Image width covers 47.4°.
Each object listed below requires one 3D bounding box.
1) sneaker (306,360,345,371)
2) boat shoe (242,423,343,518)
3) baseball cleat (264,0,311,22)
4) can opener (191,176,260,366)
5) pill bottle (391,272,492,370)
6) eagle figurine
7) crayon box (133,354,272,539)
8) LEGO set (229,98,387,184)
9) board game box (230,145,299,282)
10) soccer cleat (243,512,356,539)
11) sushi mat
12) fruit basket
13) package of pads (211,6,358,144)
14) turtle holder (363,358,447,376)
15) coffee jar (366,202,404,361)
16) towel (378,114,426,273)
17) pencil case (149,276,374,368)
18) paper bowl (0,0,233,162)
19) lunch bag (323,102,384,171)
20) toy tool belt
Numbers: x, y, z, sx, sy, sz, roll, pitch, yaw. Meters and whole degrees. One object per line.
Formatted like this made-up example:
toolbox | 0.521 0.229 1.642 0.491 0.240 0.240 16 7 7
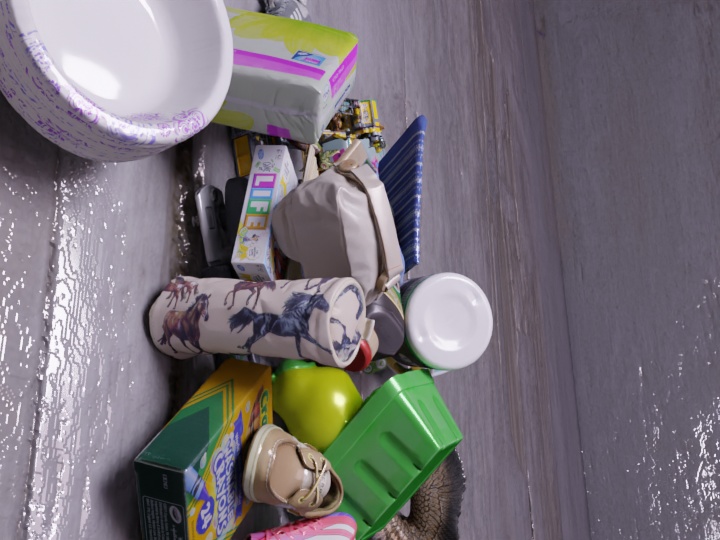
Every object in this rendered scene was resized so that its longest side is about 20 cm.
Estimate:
sneaker | -0.039 0.049 1.025 0.087 0.074 0.205 11 71 -65
boat shoe | -0.059 0.199 0.799 0.200 0.065 0.076 59 43 -68
baseball cleat | -0.109 -0.317 1.042 0.200 0.068 0.109 -40 111 -74
can opener | -0.133 0.008 0.848 0.052 0.065 0.205 -16 100 -68
pill bottle | 0.082 0.066 1.043 0.200 0.110 0.116 164 -84 -76
eagle figurine | 0.062 0.333 1.092 0.151 0.148 0.205 -37 126 -53
crayon box | -0.129 0.170 0.752 0.200 0.050 0.129 -54 149 -60
LEGO set | -0.058 -0.134 0.969 0.199 0.151 0.119 -4 84 -63
board game box | -0.084 -0.016 0.872 0.201 0.033 0.137 74 20 -60
soccer cleat | -0.076 0.280 0.817 0.198 0.066 0.078 -23 86 -47
sushi mat | -0.059 -0.024 0.875 0.096 0.012 0.204 72 23 -61
fruit basket | -0.013 0.182 0.947 0.155 0.211 0.221 7 74 -65
package of pads | -0.110 -0.202 0.813 0.155 0.195 0.069 -66 167 -53
turtle holder | 0.080 0.091 1.204 0.185 0.138 0.135 -13 93 -71
coffee jar | 0.000 0.000 0.958 0.105 0.084 0.204 53 27 -49
towel | 0.051 -0.080 1.053 0.023 0.145 0.205 11 68 -17
pencil case | -0.090 0.046 0.754 0.089 0.195 0.080 16 75 -68
paper bowl | -0.207 -0.188 0.658 0.198 0.103 0.206 13 72 -45
lunch bag | -0.010 -0.133 1.165 0.160 0.075 0.205 13 70 -64
toy tool belt | -0.003 -0.016 0.819 0.123 0.122 0.204 -50 133 -49
